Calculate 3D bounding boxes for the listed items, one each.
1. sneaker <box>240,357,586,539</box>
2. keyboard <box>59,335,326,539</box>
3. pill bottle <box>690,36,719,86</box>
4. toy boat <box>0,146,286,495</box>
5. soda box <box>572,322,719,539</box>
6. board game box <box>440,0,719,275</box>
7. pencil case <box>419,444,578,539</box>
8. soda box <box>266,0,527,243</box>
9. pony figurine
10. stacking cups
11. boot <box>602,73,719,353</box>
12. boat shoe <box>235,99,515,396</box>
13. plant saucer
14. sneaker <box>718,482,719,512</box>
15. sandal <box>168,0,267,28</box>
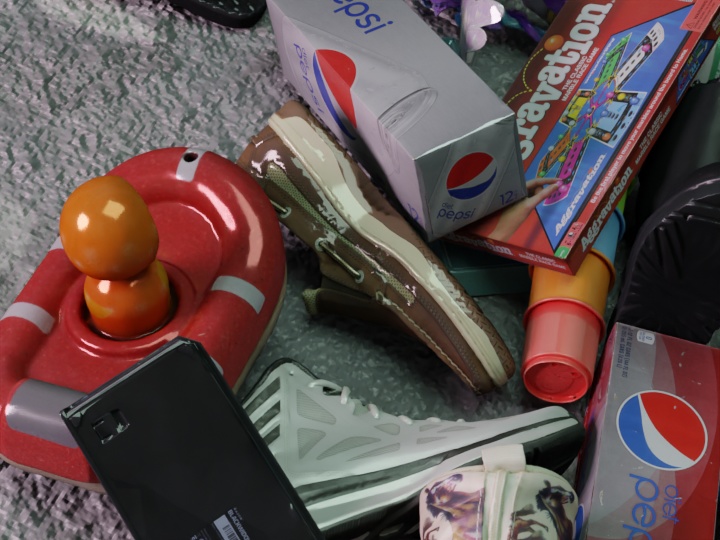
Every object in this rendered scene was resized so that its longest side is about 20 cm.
[{"bbox_3d":[0.013,0.081,0.960,0.199,0.076,0.116,-16,58,-22],"label":"sneaker"},{"bbox_3d":[-0.079,0.145,0.872,0.126,0.021,0.201,-32,88,-14],"label":"keyboard"},{"bbox_3d":[0.288,-0.113,1.160,0.198,0.113,0.114,13,50,-4],"label":"pill bottle"},{"bbox_3d":[-0.119,0.006,0.942,0.129,0.132,0.201,13,48,17],"label":"toy boat"},{"bbox_3d":[0.146,0.128,0.962,0.069,0.064,0.201,15,50,0],"label":"soda box"},{"bbox_3d":[0.128,-0.091,1.076,0.102,0.019,0.201,15,63,40],"label":"board game box"},{"bbox_3d":[0.058,0.186,0.855,0.077,0.090,0.202,8,60,-2],"label":"pencil case"},{"bbox_3d":[0.017,-0.104,1.080,0.068,0.064,0.200,-25,44,-13],"label":"soda box"},{"bbox_3d":[0.071,-0.215,1.158,0.199,0.193,0.167,33,91,7],"label":"pony figurine"},{"bbox_3d":[0.123,-0.011,1.071,0.060,0.061,0.201,16,53,0],"label":"stacking cups"},{"bbox_3d":[0.193,-0.043,1.032,0.073,0.199,0.164,20,56,0],"label":"boot"},{"bbox_3d":[0.001,0.001,1.040,0.075,0.075,0.203,-41,72,2],"label":"boat shoe"},{"bbox_3d":[0.054,-0.069,1.131,0.069,0.019,0.201,-4,54,-16],"label":"plant saucer"},{"bbox_3d":[0.225,0.058,0.989,0.075,0.077,0.201,-6,46,32],"label":"sneaker"},{"bbox_3d":[-0.153,-0.204,1.180,0.199,0.045,0.076,27,54,-10],"label":"sandal"}]
